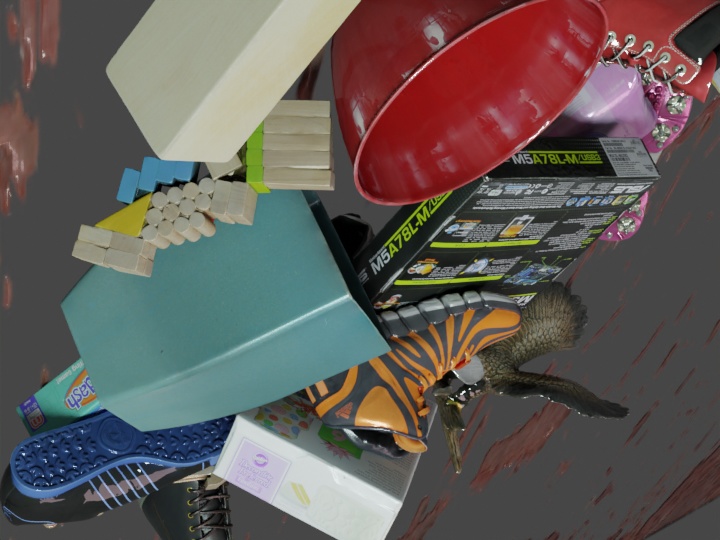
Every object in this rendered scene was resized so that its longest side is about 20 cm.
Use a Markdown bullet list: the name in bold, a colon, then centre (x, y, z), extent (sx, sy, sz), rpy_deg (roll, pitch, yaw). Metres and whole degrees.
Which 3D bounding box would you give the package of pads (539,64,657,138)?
- **package of pads**: centre (0.147, -0.106, 1.352), extent (0.199, 0.076, 0.120), rpy_deg (-36, 155, 6)

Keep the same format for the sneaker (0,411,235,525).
- **sneaker**: centre (-0.195, 0.154, 1.308), extent (0.199, 0.070, 0.078), rpy_deg (-9, 150, -30)

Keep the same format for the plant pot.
- **plant pot**: centre (-0.105, 0.027, 1.198), extent (0.199, 0.142, 0.141), rpy_deg (-28, 158, 3)

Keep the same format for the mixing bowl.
- **mixing bowl**: centre (0.055, -0.150, 1.091), extent (0.199, 0.109, 0.200), rpy_deg (-29, 158, -13)

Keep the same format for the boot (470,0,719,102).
- **boot**: centre (0.176, -0.160, 1.189), extent (0.199, 0.145, 0.072), rpy_deg (-31, 160, -4)

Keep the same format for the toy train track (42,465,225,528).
- **toy train track**: centre (-0.213, 0.200, 1.443), extent (0.198, 0.033, 0.115), rpy_deg (-6, 163, -14)

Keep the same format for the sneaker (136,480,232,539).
- **sneaker**: centre (-0.143, 0.208, 1.547), extent (0.074, 0.107, 0.200), rpy_deg (-18, 153, -33)

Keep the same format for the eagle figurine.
- **eagle figurine**: centre (0.170, 0.105, 1.733), extent (0.198, 0.153, 0.151), rpy_deg (-17, -166, 1)

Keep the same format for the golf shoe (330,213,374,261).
- **golf shoe**: centre (0.000, 0.000, 1.363), extent (0.199, 0.078, 0.095), rpy_deg (-5, 145, -51)

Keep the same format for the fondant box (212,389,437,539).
- **fondant box**: centre (-0.024, 0.135, 1.329), extent (0.059, 0.144, 0.200), rpy_deg (-63, 178, 20)

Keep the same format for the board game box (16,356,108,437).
- **board game box**: centre (-0.174, 0.103, 1.374), extent (0.152, 0.045, 0.200), rpy_deg (-37, 157, 9)

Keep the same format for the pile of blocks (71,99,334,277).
- **pile of blocks**: centre (-0.105, -0.059, 1.117), extent (0.199, 0.083, 0.062), rpy_deg (-24, 173, 1)

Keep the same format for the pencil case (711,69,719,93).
- **pencil case**: centre (0.318, -0.214, 1.352), extent (0.091, 0.083, 0.200), rpy_deg (-55, 158, -6)

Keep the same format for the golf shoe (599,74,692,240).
- **golf shoe**: centre (0.245, -0.127, 1.471), extent (0.092, 0.075, 0.201), rpy_deg (-72, -179, -55)

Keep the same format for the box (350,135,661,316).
- **box**: centre (0.109, -0.033, 1.292), extent (0.199, 0.048, 0.193), rpy_deg (-4, 151, -39)

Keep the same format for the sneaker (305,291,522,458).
- **sneaker**: centre (0.050, 0.087, 1.292), extent (0.198, 0.113, 0.078), rpy_deg (-12, 159, -21)

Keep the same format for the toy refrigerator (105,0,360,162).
- **toy refrigerator**: centre (-0.059, -0.159, 0.960), extent (0.070, 0.076, 0.200), rpy_deg (-2, 141, -52)
